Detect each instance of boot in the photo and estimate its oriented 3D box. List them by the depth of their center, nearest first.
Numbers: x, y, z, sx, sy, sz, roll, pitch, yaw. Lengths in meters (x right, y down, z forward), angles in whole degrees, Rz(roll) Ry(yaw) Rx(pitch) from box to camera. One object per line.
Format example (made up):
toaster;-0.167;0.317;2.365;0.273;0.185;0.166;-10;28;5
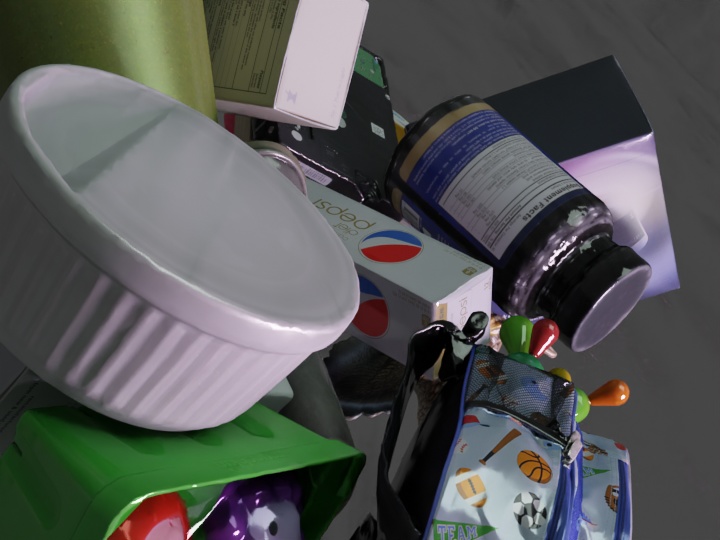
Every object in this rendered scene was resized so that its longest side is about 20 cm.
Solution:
boot;-0.051;0.041;0.855;0.182;0.072;0.200;87;-7;-45

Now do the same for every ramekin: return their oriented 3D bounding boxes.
ramekin;-0.108;-0.007;0.662;0.202;0.094;0.202;33;22;-15

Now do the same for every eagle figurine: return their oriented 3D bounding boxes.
eagle figurine;0.046;0.087;0.995;0.151;0.151;0.200;15;53;22

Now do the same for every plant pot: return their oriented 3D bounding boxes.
plant pot;-0.178;-0.142;0.892;0.200;0.200;0.190;8;59;-53

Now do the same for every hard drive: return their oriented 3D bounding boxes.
hard drive;-0.031;-0.136;1.104;0.140;0.038;0.200;26;39;-33

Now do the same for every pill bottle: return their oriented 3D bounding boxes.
pill bottle;0.120;-0.035;0.999;0.200;0.112;0.112;45;22;24

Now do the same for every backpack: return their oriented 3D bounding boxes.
backpack;0.064;0.158;0.739;0.154;0.200;0.191;21;26;8

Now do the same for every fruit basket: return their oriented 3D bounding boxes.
fruit basket;-0.075;0.166;0.651;0.215;0.156;0.216;28;18;-10

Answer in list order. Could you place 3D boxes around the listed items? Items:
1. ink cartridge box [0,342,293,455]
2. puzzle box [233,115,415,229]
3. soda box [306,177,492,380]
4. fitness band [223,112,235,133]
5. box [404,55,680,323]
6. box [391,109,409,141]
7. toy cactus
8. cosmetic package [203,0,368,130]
ink cartridge box;-0.154;0.030;0.769;0.200;0.083;0.146;13;41;-50
puzzle box;-0.021;-0.070;1.112;0.200;0.025;0.133;32;31;-26
soda box;0.000;0.000;0.949;0.200;0.068;0.064;27;42;35
fitness band;-0.049;-0.084;1.158;0.143;0.037;0.200;12;42;-48
box;0.165;-0.056;1.180;0.123;0.200;0.199;-103;172;-47
box;-0.008;-0.155;1.266;0.200;0.042;0.119;27;13;-31
toy cactus;0.127;0.118;0.891;0.165;0.102;0.200;44;44;-65
cosmetic package;-0.099;-0.174;1.005;0.200;0.104;0.073;16;1;40
